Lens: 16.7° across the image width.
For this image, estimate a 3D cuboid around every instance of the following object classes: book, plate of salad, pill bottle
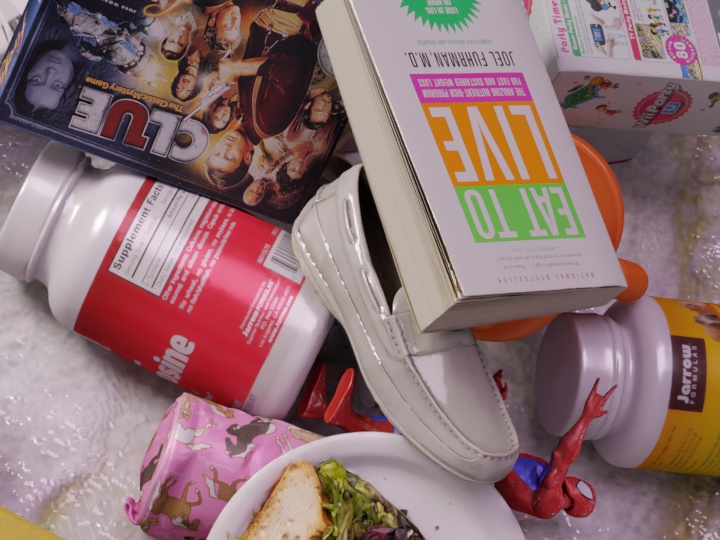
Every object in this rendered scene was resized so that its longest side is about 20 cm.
[{"bbox_3d":[0.064,-0.069,1.398,0.133,0.048,0.201,-5,67,-37],"label":"book"},{"bbox_3d":[0.004,0.192,1.382,0.198,0.048,0.202,-1,96,-8],"label":"plate of salad"},{"bbox_3d":[0.216,0.075,1.559,0.198,0.109,0.110,6,58,-18],"label":"pill bottle"},{"bbox_3d":[-0.114,0.004,1.469,0.199,0.112,0.113,27,54,-1],"label":"pill bottle"}]

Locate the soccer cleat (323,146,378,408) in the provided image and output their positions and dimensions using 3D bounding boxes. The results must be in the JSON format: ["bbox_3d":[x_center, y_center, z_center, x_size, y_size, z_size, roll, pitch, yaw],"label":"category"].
[{"bbox_3d":[0.000,0.000,1.549,0.084,0.069,0.201,13,52,-8],"label":"soccer cleat"}]

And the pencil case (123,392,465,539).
[{"bbox_3d":[-0.036,0.140,1.436,0.199,0.083,0.087,21,56,-10],"label":"pencil case"}]

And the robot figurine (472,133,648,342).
[{"bbox_3d":[0.097,-0.024,1.511,0.200,0.143,0.118,-34,113,-64],"label":"robot figurine"}]

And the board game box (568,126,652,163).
[{"bbox_3d":[0.101,-0.165,1.683,0.146,0.064,0.201,-9,65,-27],"label":"board game box"}]

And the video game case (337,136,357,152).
[{"bbox_3d":[-0.067,-0.154,1.619,0.142,0.018,0.201,-8,54,-19],"label":"video game case"}]

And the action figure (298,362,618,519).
[{"bbox_3d":[0.071,0.085,1.473,0.199,0.065,0.100,28,83,-25],"label":"action figure"}]

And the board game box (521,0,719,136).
[{"bbox_3d":[0.190,-0.167,1.585,0.198,0.064,0.149,3,60,-23],"label":"board game box"}]

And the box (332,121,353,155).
[{"bbox_3d":[-0.079,-0.190,1.527,0.199,0.097,0.178,22,47,-26],"label":"box"}]

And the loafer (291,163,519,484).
[{"bbox_3d":[0.031,0.030,1.391,0.070,0.070,0.201,-13,62,-47],"label":"loafer"}]

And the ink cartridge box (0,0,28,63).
[{"bbox_3d":[-0.263,-0.174,1.538,0.146,0.084,0.200,47,54,9],"label":"ink cartridge box"}]

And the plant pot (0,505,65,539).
[{"bbox_3d":[-0.203,0.225,1.259,0.199,0.177,0.201,28,54,-4],"label":"plant pot"}]

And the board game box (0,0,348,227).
[{"bbox_3d":[-0.099,-0.120,1.424,0.199,0.136,0.035,19,20,-22],"label":"board game box"}]
